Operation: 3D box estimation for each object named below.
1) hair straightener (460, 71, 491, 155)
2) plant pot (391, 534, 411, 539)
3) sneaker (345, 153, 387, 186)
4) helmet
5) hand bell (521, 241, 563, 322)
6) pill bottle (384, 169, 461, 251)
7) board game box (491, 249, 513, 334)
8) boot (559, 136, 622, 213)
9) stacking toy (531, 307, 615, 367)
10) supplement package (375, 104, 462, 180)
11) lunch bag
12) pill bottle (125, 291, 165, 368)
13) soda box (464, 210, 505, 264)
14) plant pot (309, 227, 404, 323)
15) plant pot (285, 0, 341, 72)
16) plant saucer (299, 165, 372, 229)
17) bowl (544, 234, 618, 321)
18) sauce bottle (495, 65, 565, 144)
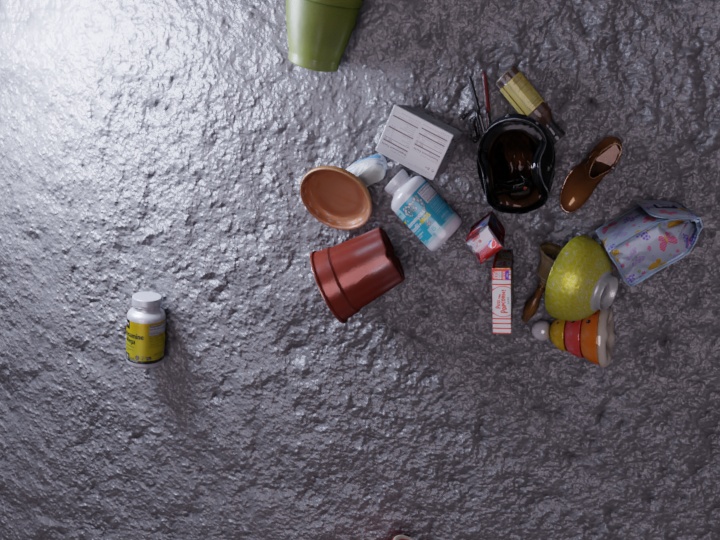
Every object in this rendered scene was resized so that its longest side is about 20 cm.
[{"bbox_3d":[0.280,-0.368,1.571,0.075,0.041,0.206,-7,105,17],"label":"hair straightener"},{"bbox_3d":[0.111,0.869,1.831,0.197,0.200,0.180,32,99,6],"label":"plant pot"},{"bbox_3d":[-0.014,-0.242,1.671,0.196,0.074,0.072,-19,127,30],"label":"sneaker"},{"bbox_3d":[0.356,-0.252,1.490,0.194,0.201,0.197,-4,66,16],"label":"helmet"},{"bbox_3d":[0.445,0.043,1.604,0.102,0.104,0.204,26,120,8],"label":"hand bell"},{"bbox_3d":[0.150,-0.154,1.614,0.200,0.111,0.111,46,110,2],"label":"pill bottle"},{"bbox_3d":[0.344,0.046,1.560,0.045,0.200,0.157,0,103,14],"label":"board game box"},{"bbox_3d":[0.519,-0.214,1.473,0.072,0.155,0.204,29,109,6],"label":"boot"},{"bbox_3d":[0.514,0.156,1.591,0.195,0.145,0.151,1,104,31],"label":"stacking toy"},{"bbox_3d":[0.142,-0.306,1.532,0.153,0.200,0.113,28,108,7],"label":"supplement package"},{"bbox_3d":[0.649,-0.083,1.461,0.197,0.170,0.129,-31,102,19],"label":"lunch bag"},{"bbox_3d":[-0.630,0.173,1.905,0.109,0.112,0.207,10,105,12],"label":"pill bottle"},{"bbox_3d":[0.299,-0.080,1.541,0.070,0.200,0.064,-38,92,20],"label":"soda box"},{"bbox_3d":[0.000,0.000,1.659,0.191,0.201,0.205,-26,96,11],"label":"plant pot"},{"bbox_3d":[-0.099,-0.590,1.552,0.195,0.201,0.198,19,119,10],"label":"plant pot"},{"bbox_3d":[-0.059,-0.190,1.659,0.194,0.038,0.203,13,139,11],"label":"plant saucer"},{"bbox_3d":[0.520,0.033,1.480,0.106,0.196,0.206,27,112,42],"label":"bowl"},{"bbox_3d":[0.400,-0.381,1.517,0.064,0.065,0.201,-39,92,20],"label":"sauce bottle"}]
